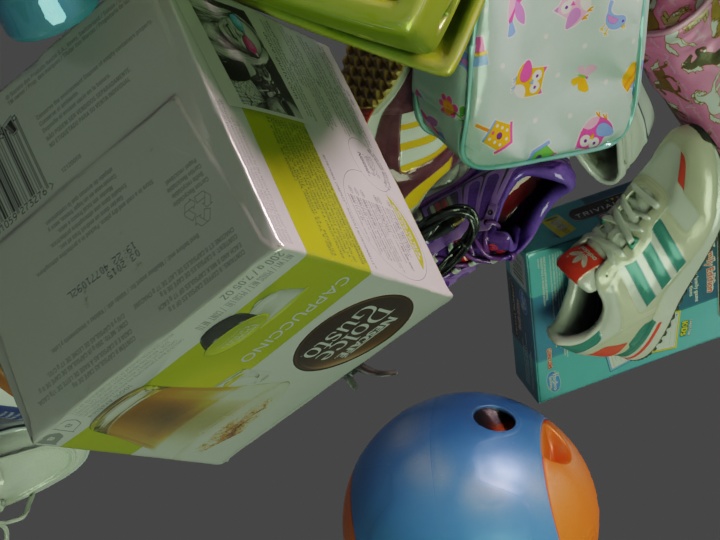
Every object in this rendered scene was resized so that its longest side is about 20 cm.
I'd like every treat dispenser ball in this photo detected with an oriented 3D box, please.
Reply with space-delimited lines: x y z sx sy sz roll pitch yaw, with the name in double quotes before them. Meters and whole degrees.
"treat dispenser ball" 0.085 0.195 1.649 0.200 0.201 0.201 -13 128 -18

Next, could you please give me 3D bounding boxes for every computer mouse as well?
"computer mouse" 0.000 0.000 1.545 0.199 0.034 0.059 -24 109 19

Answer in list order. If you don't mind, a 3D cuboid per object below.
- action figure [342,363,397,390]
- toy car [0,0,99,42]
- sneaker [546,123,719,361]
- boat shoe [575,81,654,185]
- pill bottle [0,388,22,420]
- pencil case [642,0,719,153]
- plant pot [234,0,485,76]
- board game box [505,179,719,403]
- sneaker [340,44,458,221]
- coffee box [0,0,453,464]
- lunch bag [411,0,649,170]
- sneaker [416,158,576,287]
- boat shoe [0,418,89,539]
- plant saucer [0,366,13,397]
"action figure" -0.048 0.018 1.485 0.119 0.102 0.200 -20 112 32
"toy car" -0.173 -0.267 1.225 0.200 0.177 0.185 -34 121 -17
"sneaker" 0.201 -0.017 1.579 0.093 0.070 0.200 0 125 -33
"boat shoe" 0.157 -0.139 1.518 0.200 0.073 0.066 50 52 -40
"pill bottle" -0.207 0.050 1.458 0.199 0.111 0.111 10 118 -32
"pencil case" 0.266 -0.149 1.573 0.200 0.083 0.087 43 68 -40
"plant pot" -0.004 -0.232 1.239 0.201 0.198 0.181 -68 164 -3
"board game box" 0.215 0.004 1.679 0.199 0.047 0.151 -19 128 -14
"sneaker" 0.034 -0.117 1.490 0.090 0.075 0.200 1 130 -30
"coffee box" -0.102 -0.024 1.270 0.199 0.200 0.198 -36 155 21
"lunch bag" 0.118 -0.168 1.407 0.160 0.077 0.201 -13 122 -29
"sneaker" 0.074 -0.026 1.563 0.200 0.084 0.081 -44 130 9
"boat shoe" -0.283 0.164 1.518 0.201 0.086 0.075 -16 128 -16
"plant saucer" -0.188 0.012 1.398 0.200 0.201 0.032 9 147 -31
